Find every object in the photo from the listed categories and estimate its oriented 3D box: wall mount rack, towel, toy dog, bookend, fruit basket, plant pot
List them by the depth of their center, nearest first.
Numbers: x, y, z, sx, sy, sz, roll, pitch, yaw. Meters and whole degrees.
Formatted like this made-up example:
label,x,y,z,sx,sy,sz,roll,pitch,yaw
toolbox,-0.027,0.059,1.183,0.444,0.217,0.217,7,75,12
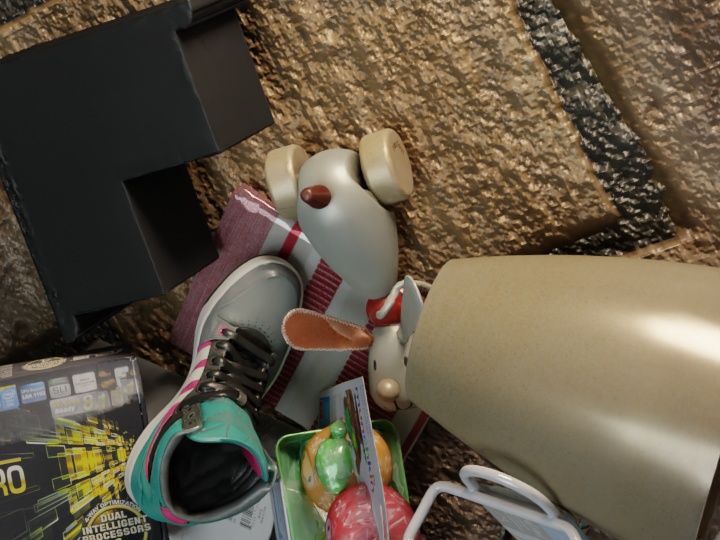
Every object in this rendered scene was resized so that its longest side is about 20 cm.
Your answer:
label,x,y,z,sx,sy,sz,roll,pitch,yaw
plant pot,0.135,0.065,1.146,0.199,0.187,0.188,17,120,14
wall mount rack,0.126,0.198,1.149,0.173,0.075,0.200,17,161,35
fruit basket,-0.007,0.168,1.231,0.093,0.200,0.186,-9,86,-6
toy dog,0.000,0.000,1.233,0.132,0.096,0.200,-35,92,24
bookend,-0.139,-0.075,1.268,0.199,0.092,0.199,-14,103,31
towel,-0.030,0.045,1.330,0.200,0.023,0.144,33,121,8

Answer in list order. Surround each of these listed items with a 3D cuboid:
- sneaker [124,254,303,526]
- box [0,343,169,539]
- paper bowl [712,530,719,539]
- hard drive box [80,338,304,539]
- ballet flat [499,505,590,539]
label,x,y,z,sx,sy,sz,roll,pitch,yaw
sneaker,-0.088,0.089,1.253,0.083,0.121,0.200,27,92,-23
box,-0.243,0.148,1.314,0.199,0.049,0.162,-9,102,-8
paper bowl,0.282,0.200,1.146,0.104,0.200,0.201,46,130,36
hard drive box,-0.144,0.166,1.409,0.199,0.077,0.156,23,121,15
ballet flat,0.126,0.171,1.279,0.069,0.071,0.201,17,119,11
